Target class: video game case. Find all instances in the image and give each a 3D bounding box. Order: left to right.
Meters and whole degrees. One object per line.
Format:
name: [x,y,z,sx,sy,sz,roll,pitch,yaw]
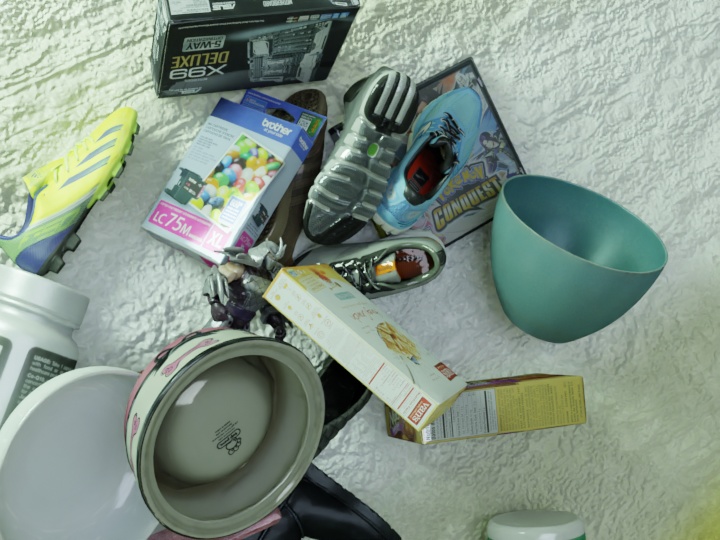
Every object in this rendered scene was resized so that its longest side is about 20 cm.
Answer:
video game case: [0.086,-0.124,1.216,0.198,0.025,0.183,-29,95,-18]

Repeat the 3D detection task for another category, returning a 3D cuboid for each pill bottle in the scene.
pill bottle: [-0.341,0.106,1.014,0.112,0.114,0.203,21,80,-15]
pill bottle: [0.203,0.381,1.175,0.111,0.113,0.204,-2,87,-18]

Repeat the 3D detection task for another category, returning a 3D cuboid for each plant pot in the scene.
plant pot: [0.228,0.001,1.186,0.197,0.201,0.136,10,120,-17]

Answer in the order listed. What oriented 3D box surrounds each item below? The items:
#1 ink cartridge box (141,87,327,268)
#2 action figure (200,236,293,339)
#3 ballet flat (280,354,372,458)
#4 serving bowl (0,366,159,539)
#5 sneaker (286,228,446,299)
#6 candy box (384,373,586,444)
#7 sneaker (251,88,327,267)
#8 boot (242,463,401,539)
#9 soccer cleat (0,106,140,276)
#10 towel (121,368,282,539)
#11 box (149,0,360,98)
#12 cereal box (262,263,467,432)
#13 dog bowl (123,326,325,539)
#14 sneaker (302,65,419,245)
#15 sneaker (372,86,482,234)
ink cartridge box: [-0.132,-0.104,1.102,0.118,0.042,0.202,23,74,29]
action figure: [-0.127,0.055,1.049,0.129,0.069,0.202,26,96,-45]
ballet flat: [-0.025,0.133,1.123,0.066,0.057,0.201,37,53,1]
serving bowl: [-0.265,0.182,0.978,0.198,0.065,0.204,-17,114,-42]
sneaker: [0.000,0.000,1.141,0.197,0.079,0.075,-15,96,-1]
candy box: [0.137,0.152,1.167,0.196,0.116,0.058,-3,87,-17]
sneaker: [-0.077,-0.100,1.147,0.076,0.069,0.203,47,57,-54]
boot: [-0.074,0.292,1.111,0.197,0.073,0.164,37,74,-5]
soccer cleat: [-0.297,-0.092,1.068,0.083,0.065,0.202,32,78,-11]
towel: [-0.180,0.191,1.076,0.142,0.023,0.202,-19,71,-15]
box: [-0.115,-0.245,1.086,0.197,0.158,0.051,-10,75,-19]
cereal box: [0.009,0.070,1.032,0.199,0.144,0.040,39,101,11]
dog bowl: [-0.133,0.144,0.984,0.198,0.073,0.204,-17,118,-33]
sneaker: [-0.005,-0.129,1.130,0.074,0.116,0.202,25,106,-20]
sneaker: [0.089,-0.127,1.149,0.078,0.090,0.201,38,62,-12]
